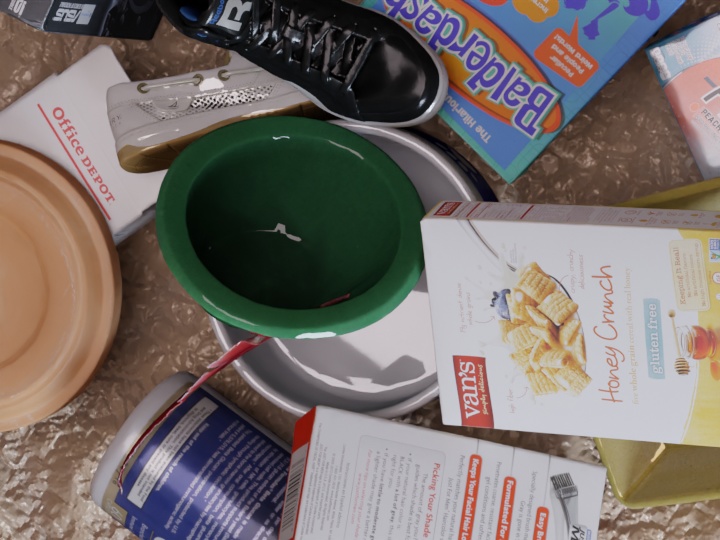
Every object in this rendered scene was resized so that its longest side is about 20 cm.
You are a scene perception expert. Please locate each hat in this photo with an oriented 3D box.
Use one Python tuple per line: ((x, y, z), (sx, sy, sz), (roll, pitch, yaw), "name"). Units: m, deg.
((-0.069, 0.017, 1.604), (0.199, 0.176, 0.166), (-8, 59, -18), "hat")

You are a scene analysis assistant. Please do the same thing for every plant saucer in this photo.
((-0.260, 0.011, 1.664), (0.200, 0.032, 0.201), (1, 96, 14), "plant saucer")
((0.215, 0.043, 1.558), (0.200, 0.048, 0.201), (-14, 98, 49), "plant saucer")

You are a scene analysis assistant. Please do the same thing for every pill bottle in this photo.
((-0.073, 0.167, 1.652), (0.200, 0.111, 0.111), (35, 101, 10), "pill bottle")

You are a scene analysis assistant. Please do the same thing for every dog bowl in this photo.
((0.000, 0.000, 1.639), (0.199, 0.079, 0.201), (1, 94, 15), "dog bowl")

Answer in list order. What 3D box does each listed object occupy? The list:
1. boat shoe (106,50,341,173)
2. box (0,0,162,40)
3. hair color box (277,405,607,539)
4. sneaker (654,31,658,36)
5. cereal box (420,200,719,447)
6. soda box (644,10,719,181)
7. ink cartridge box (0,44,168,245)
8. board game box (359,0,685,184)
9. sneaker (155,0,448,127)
((-0.071, -0.123, 1.627), (0.199, 0.071, 0.070), (-15, 77, -15), "boat shoe")
((-0.156, -0.232, 1.602), (0.043, 0.200, 0.161), (28, 100, 12), "box")
((0.051, 0.164, 1.588), (0.199, 0.064, 0.111), (13, 73, -11), "hair color box")
((0.107, -0.225, 1.597), (0.115, 0.076, 0.201), (-22, 90, 13), "sneaker")
((0.140, 0.032, 1.516), (0.199, 0.040, 0.144), (2, 113, 23), "cereal box")
((0.252, -0.067, 1.568), (0.063, 0.068, 0.200), (-25, 91, 16), "soda box")
((-0.214, -0.057, 1.697), (0.200, 0.068, 0.115), (-33, 87, 15), "ink cartridge box")
((0.110, -0.177, 1.556), (0.152, 0.045, 0.200), (44, 115, 3), "board game box")
((-0.050, -0.146, 1.537), (0.200, 0.112, 0.073), (29, 103, 22), "sneaker")
